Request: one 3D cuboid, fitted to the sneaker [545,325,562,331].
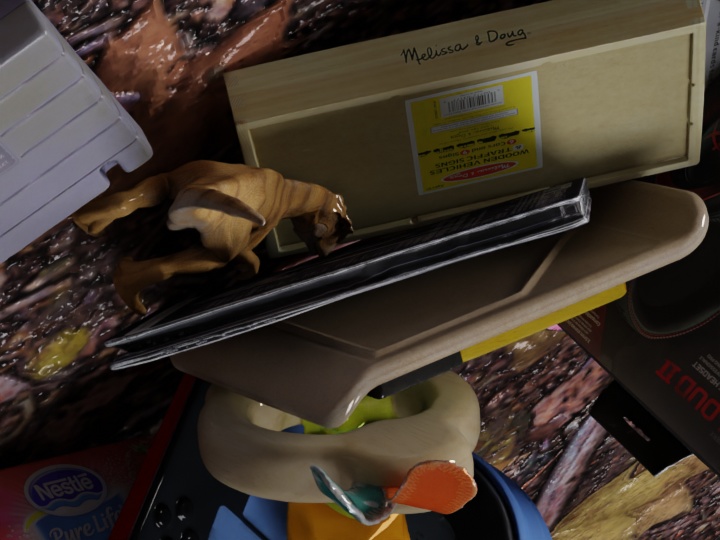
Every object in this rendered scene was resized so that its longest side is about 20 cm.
[{"bbox_3d":[0.138,-0.020,1.400,0.200,0.080,0.086,-7,133,-55],"label":"sneaker"}]

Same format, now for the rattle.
[{"bbox_3d":[0.000,0.117,1.195,0.130,0.200,0.143,6,104,-26],"label":"rattle"}]

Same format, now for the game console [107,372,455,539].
[{"bbox_3d":[-0.037,0.144,1.312,0.200,0.031,0.177,47,55,-35],"label":"game console"}]

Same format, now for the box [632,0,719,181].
[{"bbox_3d":[0.196,-0.107,1.309,0.200,0.041,0.156,-20,135,-28],"label":"box"}]

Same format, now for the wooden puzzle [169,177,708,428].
[{"bbox_3d":[0.032,0.012,1.236,0.200,0.037,0.185,-27,-162,-22],"label":"wooden puzzle"}]

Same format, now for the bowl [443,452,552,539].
[{"bbox_3d":[0.003,0.171,1.434,0.200,0.201,0.039,-34,135,-1],"label":"bowl"}]

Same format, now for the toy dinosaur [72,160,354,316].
[{"bbox_3d":[-0.062,-0.027,1.110,0.106,0.061,0.200,-22,176,16],"label":"toy dinosaur"}]

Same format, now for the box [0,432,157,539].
[{"bbox_3d":[-0.149,0.152,1.308,0.200,0.096,0.100,-11,151,-47],"label":"box"}]

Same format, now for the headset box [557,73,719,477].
[{"bbox_3d":[0.185,0.005,1.247,0.200,0.149,0.075,-49,140,6],"label":"headset box"}]

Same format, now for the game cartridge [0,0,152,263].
[{"bbox_3d":[-0.185,-0.020,1.049,0.200,0.038,0.130,-35,151,1],"label":"game cartridge"}]

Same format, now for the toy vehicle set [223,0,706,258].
[{"bbox_3d":[0.048,-0.064,1.186,0.200,0.027,0.124,-12,154,-2],"label":"toy vehicle set"}]

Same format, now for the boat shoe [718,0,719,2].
[{"bbox_3d":[0.161,-0.147,1.154,0.202,0.075,0.075,25,102,-48],"label":"boat shoe"}]

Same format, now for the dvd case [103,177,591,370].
[{"bbox_3d":[0.000,0.000,1.162,0.200,0.016,0.149,-17,-177,6],"label":"dvd case"}]
